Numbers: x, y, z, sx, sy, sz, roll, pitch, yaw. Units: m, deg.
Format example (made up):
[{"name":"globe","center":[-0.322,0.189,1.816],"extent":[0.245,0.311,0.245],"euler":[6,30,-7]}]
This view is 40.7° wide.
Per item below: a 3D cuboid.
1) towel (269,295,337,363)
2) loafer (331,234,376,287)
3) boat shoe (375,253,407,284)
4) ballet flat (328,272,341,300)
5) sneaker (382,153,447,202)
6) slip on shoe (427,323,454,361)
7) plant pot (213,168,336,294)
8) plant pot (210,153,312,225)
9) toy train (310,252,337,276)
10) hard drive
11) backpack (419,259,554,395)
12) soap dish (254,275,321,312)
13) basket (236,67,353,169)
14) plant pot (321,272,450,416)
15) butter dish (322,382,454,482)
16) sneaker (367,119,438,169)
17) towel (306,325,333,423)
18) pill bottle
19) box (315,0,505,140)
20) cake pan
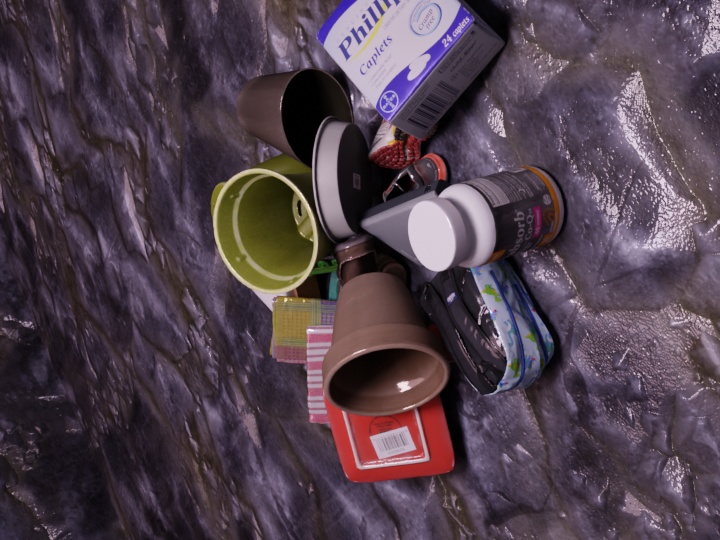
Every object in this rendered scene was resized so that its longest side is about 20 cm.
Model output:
[{"name":"towel","center":[-0.066,0.108,1.755],"extent":[0.023,0.198,0.145],"euler":[-88,0,-58]},{"name":"loafer","center":[0.000,0.000,1.582],"extent":[0.200,0.073,0.071],"euler":[83,167,-72]},{"name":"boat shoe","center":[0.041,0.068,1.681],"extent":[0.076,0.071,0.201],"euler":[-136,49,-56]},{"name":"ballet flat","center":[-0.031,0.069,1.787],"extent":[0.071,0.067,0.201],"euler":[-112,25,-54]},{"name":"sneaker","center":[0.060,-0.116,1.547],"extent":[0.077,0.082,0.200],"euler":[59,143,19]},{"name":"slip on shoe","center":[0.114,0.121,1.585],"extent":[0.199,0.061,0.075],"euler":[-19,87,48]},{"name":"plant pot","center":[-0.106,-0.081,1.586],"extent":[0.199,0.184,0.202],"euler":[9,108,28]},{"name":"plant pot","center":[-0.160,-0.113,1.764],"extent":[0.200,0.192,0.202],"euler":[28,127,46]},{"name":"toy train","center":[-0.100,-0.010,1.723],"extent":[0.199,0.056,0.042],"euler":[-6,58,26]},{"name":"hard drive","center":[0.106,-0.068,1.472],"extent":[0.200,0.139,0.033],"euler":[-18,45,56]},{"name":"backpack","center":[0.189,0.082,1.416],"extent":[0.164,0.153,0.201],"euler":[121,145,-43]},{"name":"soap dish","center":[-0.154,0.013,1.876],"extent":[0.200,0.081,0.158],"euler":[41,155,38]},{"name":"basket","center":[-0.125,-0.277,1.701],"extent":[0.200,0.136,0.181],"euler":[25,142,52]},{"name":"plant pot","center":[0.031,0.104,1.518],"extent":[0.201,0.199,0.175],"euler":[116,154,-45]},{"name":"butter dish","center":[0.057,0.243,1.664],"extent":[0.199,0.148,0.201],"euler":[-10,104,16]},{"name":"sneaker","center":[0.068,-0.222,1.515],"extent":[0.200,0.077,0.083],"euler":[134,142,-58]},{"name":"towel","center":[-0.024,0.188,1.764],"extent":[0.030,0.145,0.202],"euler":[-89,-1,-69]},{"name":"pill bottle","center":[0.169,-0.068,1.308],"extent":[0.116,0.199,0.117],"euler":[29,127,46]},{"name":"box","center":[0.066,-0.325,1.367],"extent":[0.184,0.105,0.200],"euler":[-48,60,19]},{"name":"cake pan","center":[-0.023,-0.143,1.528],"extent":[0.036,0.200,0.202],"euler":[-2,106,19]}]
